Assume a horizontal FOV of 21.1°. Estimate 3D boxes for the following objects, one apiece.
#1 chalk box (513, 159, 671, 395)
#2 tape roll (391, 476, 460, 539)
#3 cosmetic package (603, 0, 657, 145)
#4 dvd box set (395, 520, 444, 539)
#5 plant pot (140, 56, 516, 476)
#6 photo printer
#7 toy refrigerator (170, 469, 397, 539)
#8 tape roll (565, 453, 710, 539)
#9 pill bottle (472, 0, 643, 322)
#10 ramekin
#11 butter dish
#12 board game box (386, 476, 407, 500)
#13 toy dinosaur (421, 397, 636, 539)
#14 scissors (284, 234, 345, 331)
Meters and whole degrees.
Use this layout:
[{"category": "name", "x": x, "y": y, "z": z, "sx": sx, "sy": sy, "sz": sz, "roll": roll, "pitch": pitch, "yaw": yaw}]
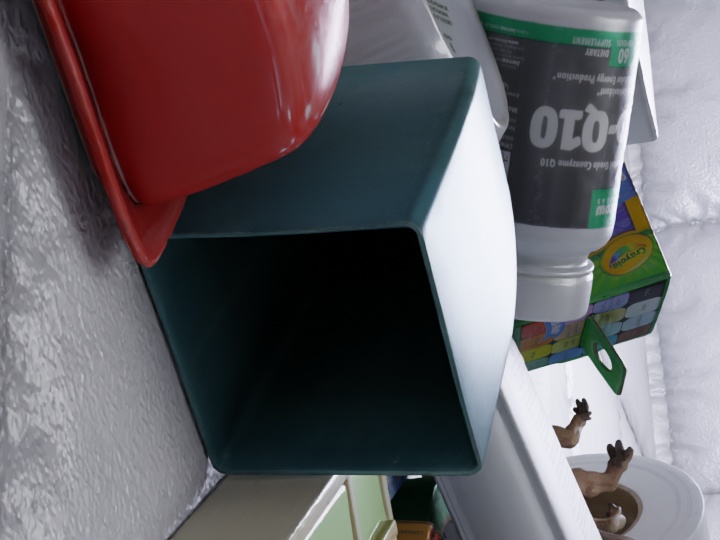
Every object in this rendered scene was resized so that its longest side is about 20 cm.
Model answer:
[{"category": "chalk box", "x": 0.146, "y": -0.004, "z": 1.416, "sx": 0.125, "sy": 0.123, "sz": 0.201, "roll": 88, "pitch": -15, "yaw": -67}, {"category": "tape roll", "x": 0.045, "y": 0.237, "z": 1.266, "sx": 0.200, "sy": 0.048, "sz": 0.202, "roll": -8, "pitch": 90, "yaw": -76}, {"category": "cosmetic package", "x": 0.115, "y": -0.191, "z": 1.472, "sx": 0.165, "sy": 0.198, "sz": 0.166, "roll": 54, "pitch": 30, "yaw": -63}, {"category": "dvd box set", "x": 0.033, "y": 0.267, "z": 1.107, "sx": 0.147, "sy": 0.029, "sz": 0.201, "roll": 56, "pitch": 41, "yaw": -44}, {"category": "plant pot", "x": 0.005, "y": -0.016, "z": 0.965, "sx": 0.200, "sy": 0.140, "sz": 0.142, "roll": -63, "pitch": 145, "yaw": -51}, {"category": "photo printer", "x": 0.087, "y": 0.121, "z": 1.198, "sx": 0.166, "sy": 0.069, "sz": 0.201, "roll": -35, "pitch": 101, "yaw": -80}, {"category": "toy refrigerator", "x": -0.032, "y": 0.138, "z": 0.949, "sx": 0.200, "sy": 0.069, "sz": 0.077, "roll": -44, "pitch": 124, "yaw": -74}, {"category": "tape roll", "x": 0.174, "y": 0.248, "z": 1.472, "sx": 0.203, "sy": 0.201, "sz": 0.140, "roll": -68, "pitch": 149, "yaw": -64}, {"category": "pill bottle", "x": 0.115, "y": -0.076, "z": 1.254, "sx": 0.113, "sy": 0.112, "sz": 0.202, "roll": -45, "pitch": 142, "yaw": -74}, {"category": "ramekin", "x": 0.014, "y": -0.136, "z": 1.142, "sx": 0.203, "sy": 0.094, "sz": 0.203, "roll": 58, "pitch": 17, "yaw": -30}, {"category": "butter dish", "x": -0.053, "y": -0.134, "z": 0.846, "sx": 0.200, "sy": 0.147, "sz": 0.201, "roll": -76, "pitch": 155, "yaw": -56}, {"category": "board game box", "x": -0.004, "y": 0.032, "z": 1.182, "sx": 0.199, "sy": 0.043, "sz": 0.202, "roll": -40, "pitch": 121, "yaw": -75}, {"category": "toy dinosaur", "x": 0.115, "y": 0.157, "z": 1.372, "sx": 0.200, "sy": 0.135, "sz": 0.086, "roll": 49, "pitch": -35, "yaw": 22}, {"category": "scissors", "x": 0.000, "y": 0.000, "z": 1.082, "sx": 0.199, "sy": 0.014, "sz": 0.074, "roll": -1, "pitch": 86, "yaw": -45}]
